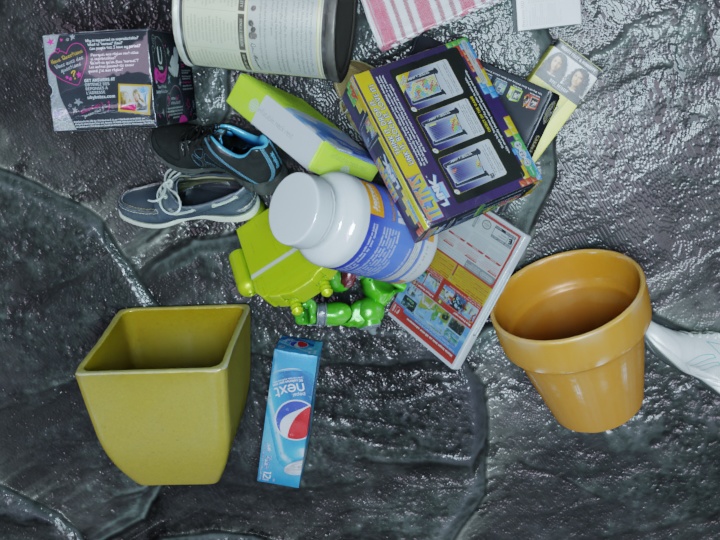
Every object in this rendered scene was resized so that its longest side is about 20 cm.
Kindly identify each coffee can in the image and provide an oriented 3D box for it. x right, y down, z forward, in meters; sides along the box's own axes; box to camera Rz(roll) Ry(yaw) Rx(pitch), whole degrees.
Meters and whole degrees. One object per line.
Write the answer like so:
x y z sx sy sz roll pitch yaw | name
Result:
-0.113 -0.316 1.072 0.198 0.146 0.148 8 104 7 | coffee can

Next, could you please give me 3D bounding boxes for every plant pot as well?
-0.249 0.179 1.189 0.192 0.196 0.202 -2 111 4 | plant pot
0.291 0.103 1.144 0.198 0.201 0.185 -20 117 8 | plant pot

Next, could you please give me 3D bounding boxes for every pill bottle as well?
-0.008 -0.053 1.027 0.111 0.199 0.113 -11 73 40 | pill bottle

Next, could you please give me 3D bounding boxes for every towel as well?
0.092 -0.378 1.093 0.198 0.030 0.148 -20 83 12 | towel

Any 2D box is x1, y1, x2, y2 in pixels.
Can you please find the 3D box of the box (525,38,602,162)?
0.223 -0.198 1.137 0.075 0.050 0.201 36 104 -3 | box

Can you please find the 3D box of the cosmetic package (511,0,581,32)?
0.226 -0.406 1.088 0.082 0.051 0.202 -5 103 2 | cosmetic package

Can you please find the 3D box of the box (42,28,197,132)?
-0.293 -0.238 1.083 0.131 0.200 0.116 -2 102 3 | box

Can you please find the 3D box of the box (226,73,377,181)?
-0.063 -0.167 1.079 0.200 0.121 0.048 42 107 33 | box

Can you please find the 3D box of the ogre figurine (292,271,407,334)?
0.000 0.000 1.169 0.119 0.098 0.201 29 61 -8 | ogre figurine

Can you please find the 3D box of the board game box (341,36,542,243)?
0.095 -0.155 1.020 0.164 0.057 0.202 -22 79 -19 | board game box

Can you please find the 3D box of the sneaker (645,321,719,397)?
0.465 0.111 1.192 0.199 0.070 0.081 30 94 -10 | sneaker

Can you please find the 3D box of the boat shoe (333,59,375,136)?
0.023 -0.193 1.101 0.073 0.063 0.202 -41 69 24 | boat shoe

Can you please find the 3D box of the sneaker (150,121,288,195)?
-0.186 -0.163 1.113 0.198 0.082 0.074 15 62 18 | sneaker

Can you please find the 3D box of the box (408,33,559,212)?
0.130 -0.189 1.111 0.199 0.049 0.162 31 107 21 | box

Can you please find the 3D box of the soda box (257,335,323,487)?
-0.100 0.201 1.241 0.063 0.068 0.202 9 103 2 | soda box

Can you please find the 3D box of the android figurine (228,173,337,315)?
-0.091 -0.033 1.138 0.181 0.201 0.041 -33 143 9 | android figurine

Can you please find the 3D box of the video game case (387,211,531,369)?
0.127 0.009 1.161 0.143 0.017 0.201 39 108 40 | video game case

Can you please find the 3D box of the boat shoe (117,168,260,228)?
-0.235 -0.099 1.163 0.198 0.076 0.062 3 148 11 | boat shoe
